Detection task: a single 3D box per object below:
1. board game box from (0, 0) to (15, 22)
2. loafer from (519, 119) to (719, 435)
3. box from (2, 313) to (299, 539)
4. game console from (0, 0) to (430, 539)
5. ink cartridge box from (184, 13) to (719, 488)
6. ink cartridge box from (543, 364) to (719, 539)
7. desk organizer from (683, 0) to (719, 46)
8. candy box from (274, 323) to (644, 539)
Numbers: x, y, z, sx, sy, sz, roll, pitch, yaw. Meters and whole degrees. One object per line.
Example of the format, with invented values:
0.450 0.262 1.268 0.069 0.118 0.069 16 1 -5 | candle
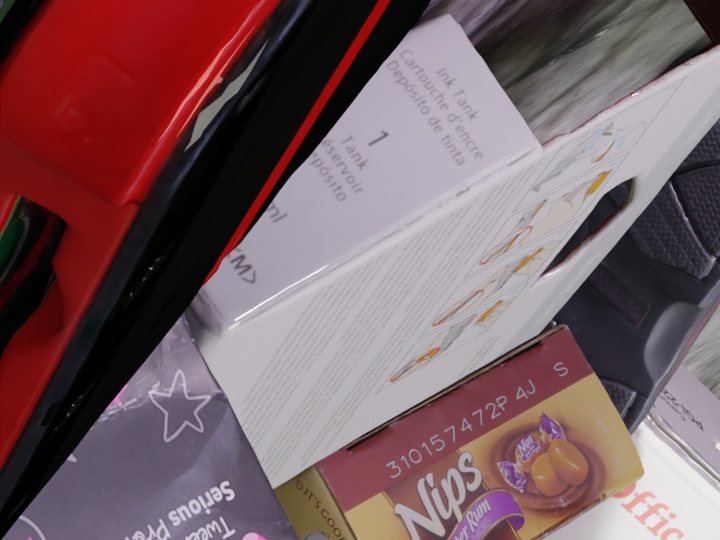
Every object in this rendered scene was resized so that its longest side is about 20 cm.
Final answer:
-0.135 0.021 0.449 0.199 0.029 0.135 -29 166 -31 | board game box
0.085 0.005 0.936 0.063 0.072 0.200 -31 165 -44 | loafer
-0.115 0.108 0.577 0.199 0.115 0.132 -27 180 -36 | box
-0.013 -0.043 0.461 0.177 0.031 0.200 -53 180 -31 | game console
0.000 0.000 0.723 0.173 0.044 0.200 -31 168 -27 | ink cartridge box
0.068 0.125 1.152 0.200 0.146 0.085 -38 -148 18 | ink cartridge box
0.176 -0.107 0.737 0.199 0.072 0.077 -30 170 -26 | desk organizer
-0.020 0.091 0.918 0.116 0.057 0.200 -25 175 -42 | candy box
